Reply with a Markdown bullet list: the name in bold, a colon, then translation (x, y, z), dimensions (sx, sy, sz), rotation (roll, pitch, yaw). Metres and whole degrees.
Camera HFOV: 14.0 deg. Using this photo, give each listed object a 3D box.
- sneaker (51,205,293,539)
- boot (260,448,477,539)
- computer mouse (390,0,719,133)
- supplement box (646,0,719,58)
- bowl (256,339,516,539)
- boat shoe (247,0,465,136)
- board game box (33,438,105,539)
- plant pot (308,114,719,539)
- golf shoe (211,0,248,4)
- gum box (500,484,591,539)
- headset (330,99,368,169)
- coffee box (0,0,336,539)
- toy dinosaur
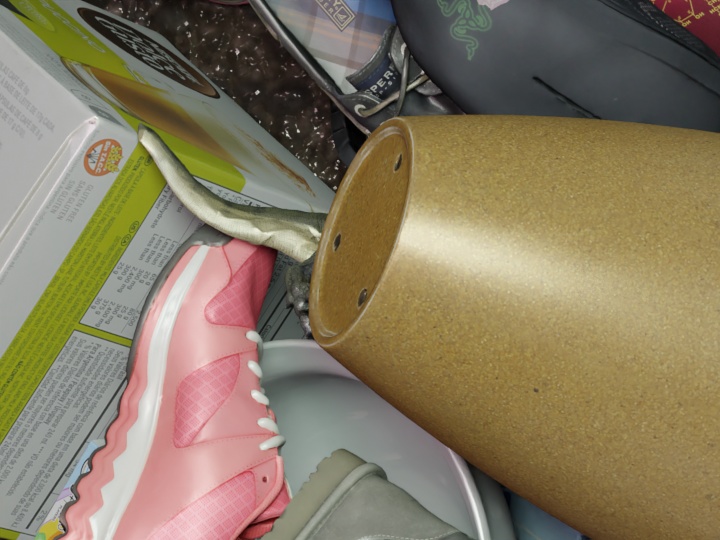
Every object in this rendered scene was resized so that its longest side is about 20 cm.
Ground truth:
- **sneaker**: translation (-0.060, 0.072, 1.220), dimensions (0.087, 0.074, 0.200), rotation (18, 73, 9)
- **boot**: translation (0.033, 0.173, 1.133), dimensions (0.200, 0.073, 0.182), rotation (28, 76, 23)
- **computer mouse**: translation (0.099, -0.078, 1.200), dimensions (0.200, 0.053, 0.139), rotation (33, 121, -13)
- **supplement box**: translation (0.099, -0.138, 1.236), dimensions (0.109, 0.200, 0.061), rotation (-30, 30, 40)
- **bowl**: translation (-0.003, 0.130, 1.277), dimensions (0.201, 0.090, 0.201), rotation (0, 90, 36)
- **boat shoe**: translation (0.012, -0.091, 1.273), dimensions (0.070, 0.066, 0.200), rotation (-44, 74, 18)
- **board game box**: translation (-0.111, 0.192, 1.277), dimensions (0.134, 0.034, 0.200), rotation (41, 112, 28)
- **plant pot**: translation (0.088, 0.018, 1.135), dimensions (0.186, 0.200, 0.187), rotation (-162, 90, -72)
- **golf shoe**: translation (-0.133, -0.179, 1.424), dimensions (0.200, 0.092, 0.073), rotation (12, 93, 29)
- **gum box**: translation (0.029, 0.161, 1.340), dimensions (0.170, 0.045, 0.200), rotation (4, 87, 28)
- **headset**: translation (0.057, -0.047, 1.340), dimensions (0.123, 0.094, 0.200), rotation (-22, 61, 23)
- **coffee box**: translation (-0.153, -0.009, 1.340), dimensions (0.200, 0.198, 0.200), rotation (43, 105, 40)
- **toy dinosaur**: translation (0.000, 0.000, 1.208), dimensions (0.088, 0.200, 0.047), rotation (-94, 26, -44)
